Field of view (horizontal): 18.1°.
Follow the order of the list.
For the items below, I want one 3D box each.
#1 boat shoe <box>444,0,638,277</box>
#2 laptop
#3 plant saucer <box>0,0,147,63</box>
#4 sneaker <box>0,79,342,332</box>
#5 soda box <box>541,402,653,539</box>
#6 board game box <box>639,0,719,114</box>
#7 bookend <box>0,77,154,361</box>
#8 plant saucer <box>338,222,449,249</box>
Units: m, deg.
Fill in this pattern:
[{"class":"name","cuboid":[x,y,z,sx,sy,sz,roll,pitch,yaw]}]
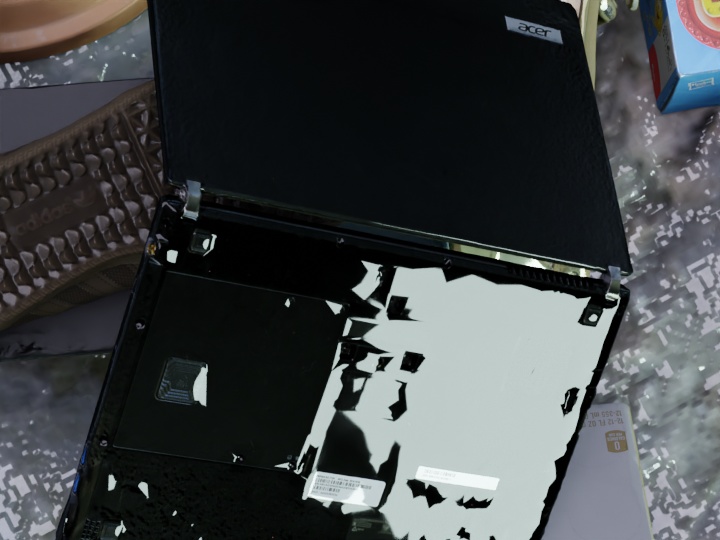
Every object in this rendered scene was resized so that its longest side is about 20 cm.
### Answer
[{"class":"boat shoe","cuboid":[0.074,-0.083,0.889,0.062,0.073,0.201,11,91,-5]},{"class":"laptop","cuboid":[-0.009,-0.001,0.771,0.176,0.103,0.201,10,107,-27]},{"class":"plant saucer","cuboid":[-0.151,-0.185,0.921,0.199,0.032,0.201,0,79,0]},{"class":"sneaker","cuboid":[-0.091,-0.024,0.777,0.199,0.075,0.071,-17,95,-27]},{"class":"soda box","cuboid":[0.007,0.100,0.845,0.199,0.064,0.068,-4,53,-2]},{"class":"board game box","cuboid":[0.202,-0.178,0.910,0.195,0.056,0.201,-8,80,-2]},{"class":"bookend","cuboid":[-0.142,-0.064,0.852,0.198,0.092,0.201,-5,89,-3]},{"class":"plant saucer","cuboid":[0.000,0.000,0.859,0.070,0.019,0.201,-7,58,3]}]
